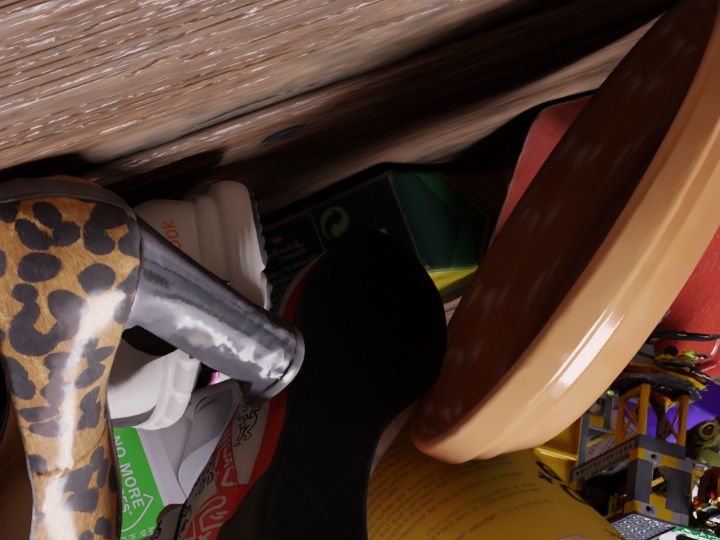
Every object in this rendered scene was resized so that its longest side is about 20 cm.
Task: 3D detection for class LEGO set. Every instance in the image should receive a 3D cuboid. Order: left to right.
[{"bbox_3d":[0.129,0.077,1.070,0.153,0.116,0.200,14,157,-13],"label":"LEGO set"}]

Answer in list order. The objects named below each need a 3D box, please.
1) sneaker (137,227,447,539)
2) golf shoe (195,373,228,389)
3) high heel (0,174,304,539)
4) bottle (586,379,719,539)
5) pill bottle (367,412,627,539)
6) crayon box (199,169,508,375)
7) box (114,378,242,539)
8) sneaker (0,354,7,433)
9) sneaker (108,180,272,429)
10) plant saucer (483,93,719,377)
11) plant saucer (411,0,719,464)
[{"bbox_3d":[-0.036,0.072,0.927,0.108,0.067,0.202,-38,-159,36],"label":"sneaker"},{"bbox_3d":[-0.048,0.050,1.351,0.199,0.076,0.092,-22,171,-8],"label":"golf shoe"},{"bbox_3d":[-0.131,0.056,0.846,0.200,0.071,0.142,-45,134,11],"label":"high heel"},{"bbox_3d":[0.104,0.135,1.203,0.083,0.065,0.200,20,109,-47],"label":"bottle"},{"bbox_3d":[0.035,0.116,0.977,0.112,0.200,0.112,-19,129,-25],"label":"pill bottle"},{"bbox_3d":[0.000,0.000,1.174,0.127,0.051,0.200,-23,173,19],"label":"crayon box"},{"bbox_3d":[-0.082,0.109,1.154,0.176,0.097,0.200,-17,173,-31],"label":"box"},{"bbox_3d":[-0.206,0.058,0.905,0.199,0.080,0.130,2,145,-20],"label":"sneaker"},{"bbox_3d":[-0.096,0.014,0.959,0.080,0.074,0.200,-6,164,-19],"label":"sneaker"},{"bbox_3d":[0.133,-0.003,1.185,0.199,0.037,0.200,-17,136,-39],"label":"plant saucer"},{"bbox_3d":[0.087,-0.012,0.921,0.200,0.037,0.200,-56,-173,10],"label":"plant saucer"}]
